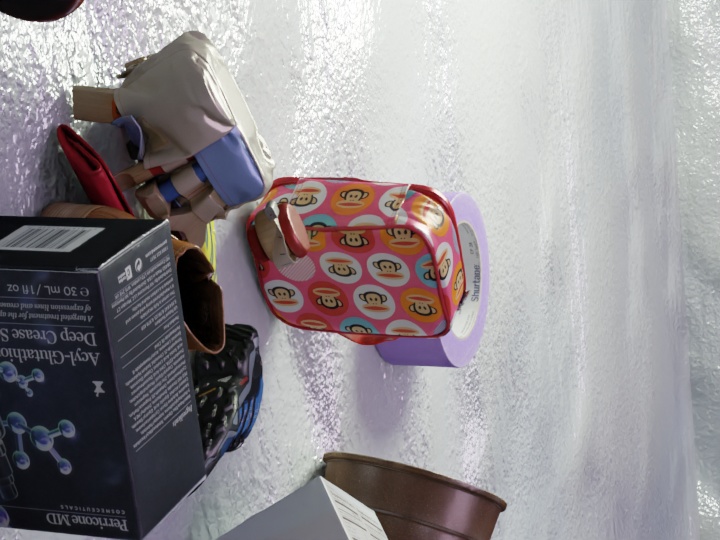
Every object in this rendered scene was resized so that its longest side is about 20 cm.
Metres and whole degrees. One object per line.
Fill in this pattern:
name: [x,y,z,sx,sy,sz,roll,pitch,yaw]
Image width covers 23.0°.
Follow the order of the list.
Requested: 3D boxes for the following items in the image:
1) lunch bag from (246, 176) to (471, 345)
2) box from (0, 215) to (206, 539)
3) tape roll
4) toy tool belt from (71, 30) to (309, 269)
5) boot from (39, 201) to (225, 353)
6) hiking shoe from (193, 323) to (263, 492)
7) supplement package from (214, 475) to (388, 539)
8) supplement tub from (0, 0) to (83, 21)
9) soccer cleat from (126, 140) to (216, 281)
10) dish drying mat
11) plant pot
lunch bag: [0.000,0.000,1.686,0.082,0.198,0.177,-64,150,-43]
box: [-0.207,0.072,1.244,0.107,0.147,0.202,-44,131,-59]
tape roll: [0.080,0.010,2.039,0.200,0.084,0.202,2,90,-69]
toy tool belt: [-0.135,-0.078,1.398,0.201,0.122,0.125,63,13,-18]
boot: [-0.153,0.036,1.348,0.077,0.154,0.201,-42,132,-35]
hiking shoe: [-0.124,0.136,1.549,0.201,0.074,0.087,-64,147,-46]
supplement package: [-0.032,0.320,1.579,0.201,0.151,0.151,63,9,27]
supplement tub: [-0.205,-0.274,1.261,0.201,0.106,0.108,-67,149,-43]
soccer cleat: [-0.144,-0.065,1.490,0.084,0.064,0.202,-32,120,-44]
dish drying mat: [-0.185,-0.027,1.402,0.018,0.077,0.201,-37,136,-14]
plant pot: [0.032,0.309,1.815,0.200,0.199,0.200,43,59,-62]
